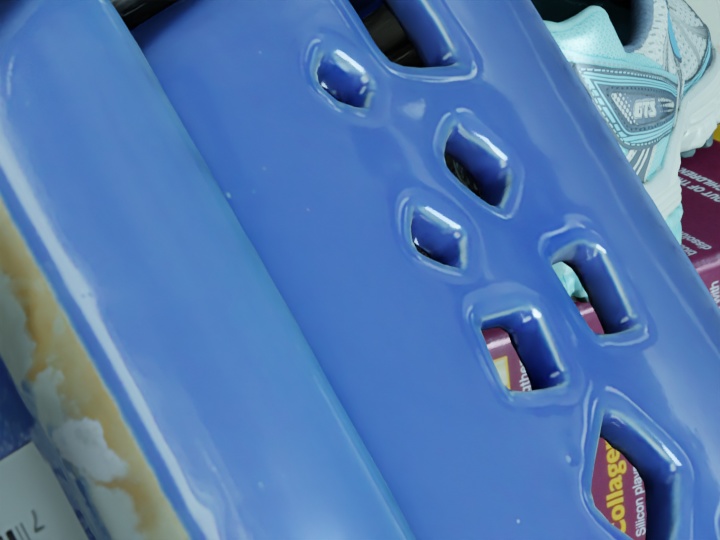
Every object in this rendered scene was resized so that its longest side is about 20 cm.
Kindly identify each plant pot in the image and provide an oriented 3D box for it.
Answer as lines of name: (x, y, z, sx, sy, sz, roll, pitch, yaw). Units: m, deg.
plant pot: (-0.042, 0.055, 0.507, 0.200, 0.200, 0.180, -33, 172, 26)

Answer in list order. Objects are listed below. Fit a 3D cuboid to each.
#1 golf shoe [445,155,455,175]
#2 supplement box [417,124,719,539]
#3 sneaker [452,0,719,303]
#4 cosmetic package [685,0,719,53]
golf shoe: (-0.013, -0.013, 0.908, 0.200, 0.079, 0.097, -5, -164, -42)
supplement box: (0.045, 0.045, 0.709, 0.199, 0.111, 0.086, -19, -154, -25)
sneaker: (0.064, -0.069, 0.710, 0.077, 0.087, 0.200, -2, -154, 7)
cosmetic package: (0.106, 0.001, 0.858, 0.103, 0.201, 0.073, -6, -167, 19)
